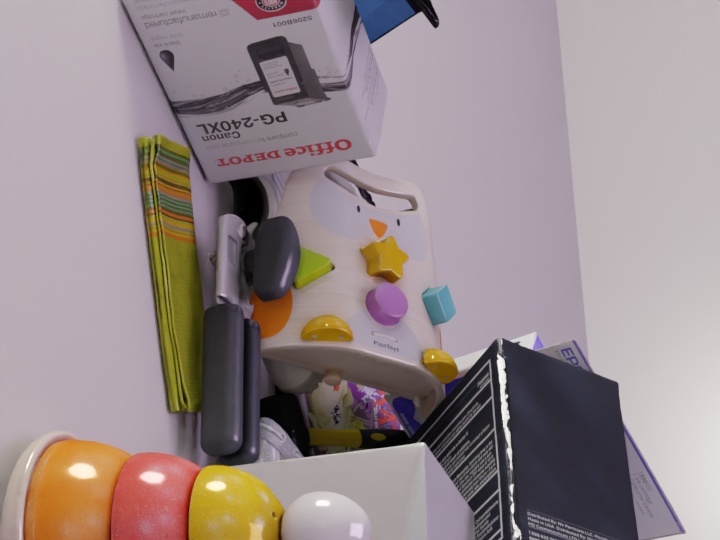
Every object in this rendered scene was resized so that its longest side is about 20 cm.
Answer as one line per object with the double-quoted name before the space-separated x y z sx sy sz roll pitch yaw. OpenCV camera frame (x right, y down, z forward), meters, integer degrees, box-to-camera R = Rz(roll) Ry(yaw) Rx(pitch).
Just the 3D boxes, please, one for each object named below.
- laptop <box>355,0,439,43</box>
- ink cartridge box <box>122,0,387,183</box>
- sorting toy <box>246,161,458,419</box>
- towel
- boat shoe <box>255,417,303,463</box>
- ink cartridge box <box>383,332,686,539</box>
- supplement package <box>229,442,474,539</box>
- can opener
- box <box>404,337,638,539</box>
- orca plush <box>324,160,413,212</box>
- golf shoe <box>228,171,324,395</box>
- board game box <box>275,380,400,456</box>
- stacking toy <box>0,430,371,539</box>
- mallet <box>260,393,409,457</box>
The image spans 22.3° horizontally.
"laptop" -0.042 -0.244 1.420 0.188 0.116 0.200 51 8 -13
"ink cartridge box" -0.076 -0.170 1.393 0.084 0.144 0.201 -83 158 -43
"sorting toy" 0.000 0.000 1.451 0.199 0.107 0.181 17 61 -28
"towel" -0.130 0.003 1.342 0.086 0.018 0.202 10 72 -74
"boat shoe" -0.042 0.184 1.426 0.202 0.074 0.065 48 61 -48
"ink cartridge box" 0.148 0.151 1.522 0.199 0.199 0.043 59 38 -16
"supplement package" -0.030 0.239 1.228 0.147 0.198 0.193 56 29 -59
"can opener" -0.086 0.045 1.351 0.053 0.066 0.201 43 44 -51
"box" 0.110 0.198 1.402 0.200 0.122 0.199 -52 -153 40
"orca plush" -0.024 -0.109 1.552 0.071 0.200 0.106 -37 161 -48
"golf shoe" -0.077 0.002 1.487 0.097 0.078 0.202 10 68 -53
"board game box" -0.018 0.122 1.564 0.119 0.032 0.202 18 59 -38
"stacking toy" -0.091 0.153 1.037 0.146 0.198 0.147 -9 90 -76
"mallet" -0.007 0.149 1.519 0.199 0.041 0.066 16 60 -41
